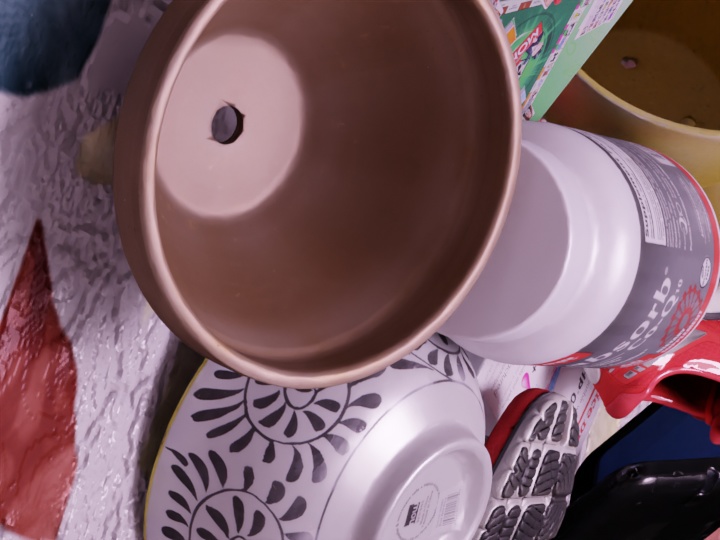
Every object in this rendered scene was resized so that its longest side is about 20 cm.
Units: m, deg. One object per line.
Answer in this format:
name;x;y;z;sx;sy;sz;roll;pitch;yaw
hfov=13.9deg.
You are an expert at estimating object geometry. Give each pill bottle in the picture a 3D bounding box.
pill bottle;0.091;-0.011;1.410;0.200;0.116;0.116;5;99;-65

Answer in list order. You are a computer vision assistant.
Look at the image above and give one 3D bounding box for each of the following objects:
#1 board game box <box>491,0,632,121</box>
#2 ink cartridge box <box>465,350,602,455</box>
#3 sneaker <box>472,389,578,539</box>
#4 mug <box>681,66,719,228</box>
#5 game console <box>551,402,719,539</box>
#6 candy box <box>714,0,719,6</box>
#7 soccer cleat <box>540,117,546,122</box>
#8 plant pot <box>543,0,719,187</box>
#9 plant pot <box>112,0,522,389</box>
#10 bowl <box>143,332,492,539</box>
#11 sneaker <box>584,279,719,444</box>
board game box;0.106;-0.179;1.429;0.200;0.029;0.135;-52;142;-16
ink cartridge box;0.084;0.051;1.614;0.115;0.068;0.200;-63;151;-20
sneaker;0.037;0.140;1.515;0.200;0.085;0.077;-59;150;7
mug;0.204;-0.051;1.697;0.187;0.149;0.153;11;69;-67
game console;0.139;0.118;1.688;0.176;0.116;0.200;0;148;-39
candy box;0.244;-0.207;1.638;0.072;0.200;0.168;-44;141;-47
soccer cleat;0.045;-0.125;1.466;0.076;0.067;0.200;-32;137;-25
plant pot;0.167;-0.120;1.582;0.200;0.200;0.142;-58;173;-29
plant pot;-0.035;-0.056;1.270;0.201;0.093;0.201;-13;111;-36
bowl;0.000;0.099;1.403;0.201;0.094;0.201;-34;140;-34
sneaker;0.204;0.053;1.603;0.200;0.077;0.085;0;66;-28
